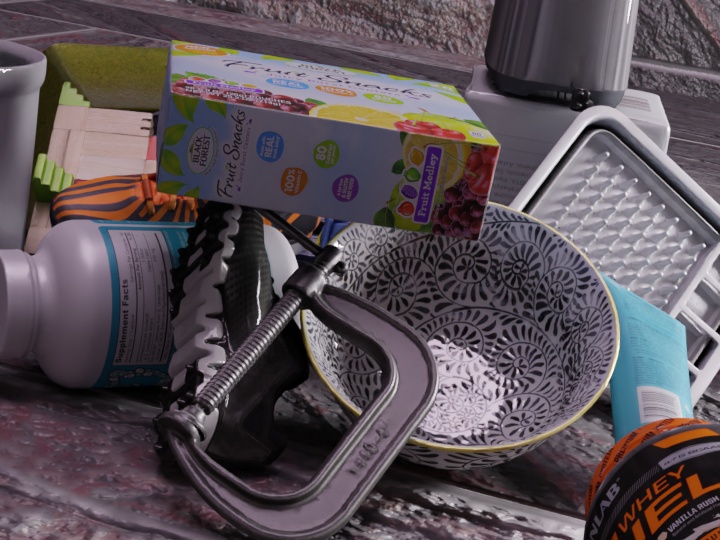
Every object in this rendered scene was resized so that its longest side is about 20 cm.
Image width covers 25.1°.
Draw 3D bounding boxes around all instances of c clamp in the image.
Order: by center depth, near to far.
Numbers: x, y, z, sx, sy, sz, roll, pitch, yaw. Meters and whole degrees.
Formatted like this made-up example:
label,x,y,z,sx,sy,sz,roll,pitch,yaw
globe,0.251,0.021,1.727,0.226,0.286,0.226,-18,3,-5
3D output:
label,x,y,z,sx,sy,sz,roll,pitch,yaw
c clamp,-0.046,0.061,0.938,0.170,0.027,0.200,29,53,6

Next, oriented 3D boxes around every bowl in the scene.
label,x,y,z,sx,sy,sz,roll,pitch,yaw
bowl,0.058,0.057,1.030,0.199,0.095,0.202,3,50,-3

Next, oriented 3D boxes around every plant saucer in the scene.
label,x,y,z,sx,sy,sz,roll,pitch,yaw
plant saucer,-0.204,-0.101,1.418,0.199,0.200,0.048,-3,45,-36

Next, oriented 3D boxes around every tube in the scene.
label,x,y,z,sx,sy,sz,roll,pitch,yaw
tube,0.194,0.071,1.089,0.077,0.050,0.200,36,29,-14

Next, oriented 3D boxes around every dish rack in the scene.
label,x,y,z,sx,sy,sz,roll,pitch,yaw
dish rack,0.195,-0.004,1.201,0.200,0.172,0.044,42,-22,-8

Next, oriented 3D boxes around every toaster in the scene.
label,x,y,z,sx,sy,sz,roll,pitch,yaw
toaster,0.161,-0.206,1.279,0.113,0.130,0.200,8,16,0

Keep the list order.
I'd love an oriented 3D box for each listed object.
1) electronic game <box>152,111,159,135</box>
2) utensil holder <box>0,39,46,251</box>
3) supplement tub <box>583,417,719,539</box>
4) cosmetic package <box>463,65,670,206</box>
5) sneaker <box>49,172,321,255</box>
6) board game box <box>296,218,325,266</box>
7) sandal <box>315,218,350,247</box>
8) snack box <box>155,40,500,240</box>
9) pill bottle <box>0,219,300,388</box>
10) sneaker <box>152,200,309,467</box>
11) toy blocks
label,x,y,z,sx,sy,sz,roll,pitch,yaw
electronic game,-0.147,-0.053,1.302,0.198,0.042,0.201,-5,54,7
utensil holder,-0.309,-0.057,1.111,0.168,0.202,0.170,8,15,-2
supplement tub,0.176,0.149,0.757,0.121,0.124,0.200,6,14,-10
cosmetic package,0.153,-0.049,1.334,0.165,0.202,0.167,10,14,4
sneaker,-0.116,-0.065,1.141,0.198,0.112,0.078,-4,55,-22
board game box,-0.045,-0.025,1.411,0.198,0.062,0.200,10,16,8
sandal,0.000,0.000,1.224,0.079,0.088,0.201,6,38,-12
snack box,-0.027,-0.085,1.019,0.198,0.068,0.169,10,17,-9
pill bottle,-0.147,0.022,1.079,0.198,0.112,0.111,1,16,-27
sneaker,-0.072,0.036,1.007,0.090,0.201,0.066,22,-35,-27
toy blocks,-0.174,-0.049,1.230,0.135,0.100,0.201,5,51,-1
